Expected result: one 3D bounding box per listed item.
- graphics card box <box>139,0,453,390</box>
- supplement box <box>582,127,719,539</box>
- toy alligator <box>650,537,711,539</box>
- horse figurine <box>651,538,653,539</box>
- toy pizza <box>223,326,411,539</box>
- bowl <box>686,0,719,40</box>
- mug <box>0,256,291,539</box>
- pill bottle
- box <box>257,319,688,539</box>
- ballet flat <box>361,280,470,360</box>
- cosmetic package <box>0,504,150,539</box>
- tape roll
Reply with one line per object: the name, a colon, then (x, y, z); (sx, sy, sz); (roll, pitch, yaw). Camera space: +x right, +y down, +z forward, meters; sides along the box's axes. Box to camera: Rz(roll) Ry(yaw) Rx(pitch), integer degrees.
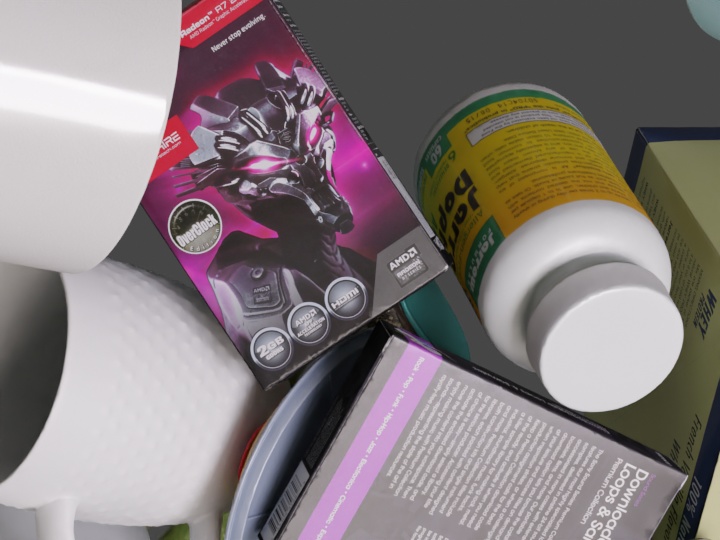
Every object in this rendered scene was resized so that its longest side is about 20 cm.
graphics card box: (-0.054, -0.051, 1.620); (0.125, 0.051, 0.200); (-33, 91, 5)
supplement box: (0.236, 0.049, 1.764); (0.134, 0.200, 0.200); (-1, 124, -18)
toy alligator: (0.119, 0.135, 1.726); (0.199, 0.054, 0.059); (19, 100, 13)
horse figurine: (0.141, 0.236, 1.941); (0.200, 0.050, 0.133); (-35, 161, 0)
toy pizza: (-0.021, 0.123, 1.708); (0.200, 0.032, 0.201); (-36, 137, -41)
bowl: (0.287, -0.179, 1.641); (0.200, 0.105, 0.201); (-26, 143, -22)
mug: (-0.132, 0.096, 1.675); (0.175, 0.201, 0.148); (17, 149, -36)
pill bottle: (0.108, -0.011, 1.676); (0.112, 0.200, 0.113); (-9, 127, -13)
box: (0.063, 0.131, 1.645); (0.200, 0.036, 0.143); (26, 100, -19)
ballet flat: (0.000, 0.000, 1.735); (0.075, 0.068, 0.200); (-13, 137, 15)
cosmetic package: (-0.179, 0.184, 1.714); (0.113, 0.200, 0.081); (3, 125, -22)
tape roll: (-0.192, -0.107, 1.504); (0.139, 0.203, 0.203); (9, 120, -25)
